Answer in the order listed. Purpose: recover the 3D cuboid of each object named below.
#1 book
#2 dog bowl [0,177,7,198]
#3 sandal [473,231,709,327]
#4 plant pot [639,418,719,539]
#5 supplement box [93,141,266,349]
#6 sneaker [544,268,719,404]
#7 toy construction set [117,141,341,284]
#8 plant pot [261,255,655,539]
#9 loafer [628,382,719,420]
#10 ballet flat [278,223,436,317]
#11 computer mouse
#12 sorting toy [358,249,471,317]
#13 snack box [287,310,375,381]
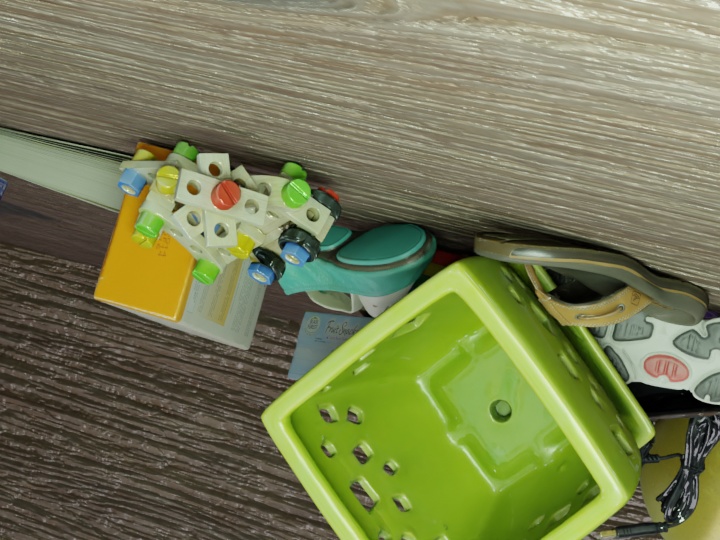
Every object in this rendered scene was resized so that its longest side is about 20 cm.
[{"bbox_3d":[-0.224,-0.075,1.652,0.199,0.048,0.133,16,177,33],"label":"book"},{"bbox_3d":[-0.410,-0.090,1.657,0.200,0.079,0.200,28,176,2],"label":"dog bowl"},{"bbox_3d":[0.159,0.016,1.309,0.200,0.055,0.082,20,174,-40],"label":"sandal"},{"bbox_3d":[0.372,0.171,1.769,0.199,0.201,0.142,16,151,2],"label":"plant pot"},{"bbox_3d":[-0.130,-0.016,1.510,0.073,0.127,0.200,14,174,15],"label":"supplement box"},{"bbox_3d":[0.219,0.053,1.441,0.199,0.081,0.083,19,-172,10],"label":"sneaker"},{"bbox_3d":[-0.093,-0.045,1.322,0.131,0.092,0.200,35,170,-15],"label":"toy construction set"},{"bbox_3d":[0.083,0.108,1.357,0.199,0.200,0.181,54,-156,4],"label":"plant pot"},{"bbox_3d":[0.199,0.086,1.477,0.199,0.072,0.063,-2,-148,-11],"label":"loafer"},{"bbox_3d":[0.000,0.000,1.498,0.200,0.067,0.071,7,126,52],"label":"ballet flat"},{"bbox_3d":[0.189,0.163,1.541,0.199,0.141,0.046,-7,-140,-17],"label":"computer mouse"},{"bbox_3d":[0.108,0.035,1.620,0.199,0.070,0.199,15,175,6],"label":"sorting toy"},{"bbox_3d":[0.066,0.091,1.583,0.199,0.068,0.168,17,174,-27],"label":"snack box"}]
